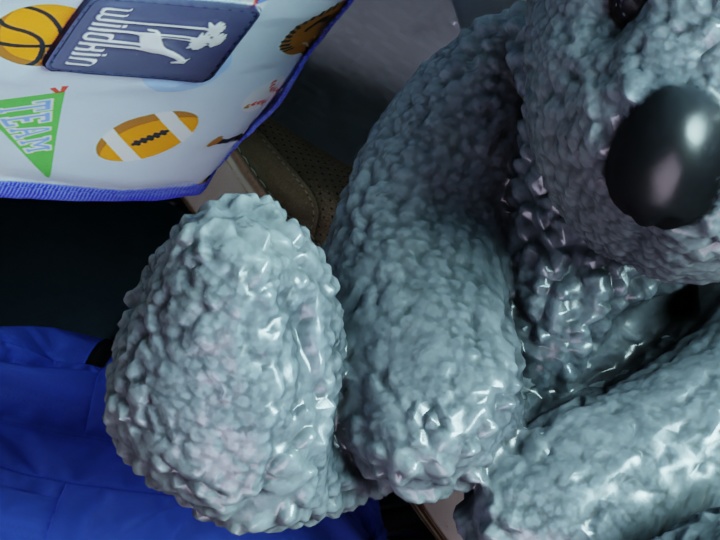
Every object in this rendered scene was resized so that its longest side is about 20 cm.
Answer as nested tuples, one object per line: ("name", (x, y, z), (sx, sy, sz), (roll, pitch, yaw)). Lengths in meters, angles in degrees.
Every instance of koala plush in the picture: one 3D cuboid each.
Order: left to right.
("koala plush", (0.070, -0.029, 0.558), (0.177, 0.184, 0.200), (29, 123, 9))

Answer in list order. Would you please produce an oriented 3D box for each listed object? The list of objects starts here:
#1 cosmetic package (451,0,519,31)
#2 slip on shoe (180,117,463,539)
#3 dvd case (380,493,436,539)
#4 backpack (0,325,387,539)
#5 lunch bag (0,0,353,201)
("cosmetic package", (0.091, -0.054, 0.680), (0.101, 0.071, 0.200), (-1, 139, 17))
("slip on shoe", (0.000, 0.000, 0.734), (0.200, 0.061, 0.076), (52, 176, 11))
("dvd case", (-0.052, 0.116, 0.898), (0.200, 0.018, 0.143), (-28, 164, 38))
("backpack", (-0.091, 0.105, 0.693), (0.199, 0.168, 0.163), (4, 151, 5))
("lunch bag", (-0.091, -0.111, 0.606), (0.200, 0.124, 0.170), (30, 141, -10))
